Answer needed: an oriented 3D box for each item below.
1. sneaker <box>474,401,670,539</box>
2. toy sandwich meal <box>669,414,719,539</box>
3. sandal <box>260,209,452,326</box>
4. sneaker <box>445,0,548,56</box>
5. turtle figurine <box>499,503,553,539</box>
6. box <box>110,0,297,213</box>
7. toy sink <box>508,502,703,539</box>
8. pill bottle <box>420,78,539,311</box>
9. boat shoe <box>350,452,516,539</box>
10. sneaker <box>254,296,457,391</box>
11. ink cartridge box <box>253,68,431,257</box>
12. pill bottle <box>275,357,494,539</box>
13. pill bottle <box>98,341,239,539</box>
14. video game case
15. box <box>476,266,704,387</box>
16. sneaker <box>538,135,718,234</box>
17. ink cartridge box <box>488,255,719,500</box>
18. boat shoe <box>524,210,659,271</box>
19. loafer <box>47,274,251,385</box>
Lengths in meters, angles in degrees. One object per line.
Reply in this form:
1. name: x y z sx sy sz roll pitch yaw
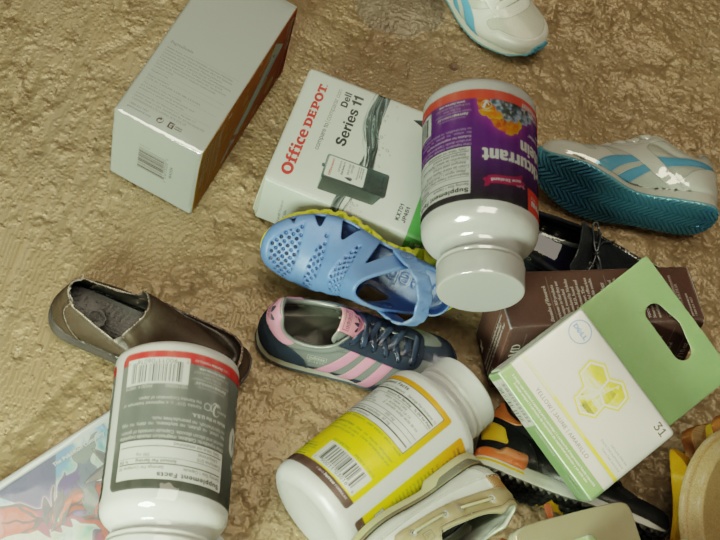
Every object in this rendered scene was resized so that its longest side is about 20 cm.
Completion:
1. sneaker: 0.206 0.188 1.538 0.199 0.070 0.090 21 66 2
2. toy sandwich meal: 0.353 0.233 1.533 0.204 0.070 0.206 8 75 -34
3. sandal: 0.000 0.000 1.540 0.199 0.080 0.087 15 22 3
4. sneaker: 0.133 -0.317 1.761 0.076 0.081 0.200 -33 76 -25
5. turtle figurine: 0.114 0.309 1.466 0.160 0.064 0.201 3 72 -1
6. box: -0.156 -0.181 1.616 0.097 0.125 0.200 28 63 3
7. toy sink: 0.231 0.296 1.394 0.130 0.112 0.201 -9 74 -26
8. pill bottle: 0.112 -0.069 1.526 0.111 0.112 0.201 6 63 -8
9. boat shoe: 0.052 0.244 1.430 0.200 0.075 0.068 -40 53 -19
10. sneaker: 0.001 0.069 1.549 0.199 0.082 0.070 8 64 -7
11. ink cartridge box: 0.010 -0.094 1.628 0.199 0.083 0.147 21 62 0
12. pill bottle: 0.027 0.167 1.492 0.200 0.109 0.109 -36 76 -24
13. pill bottle: -0.169 0.174 1.426 0.113 0.114 0.201 6 64 -8
14. video game case: -0.243 0.243 1.453 0.200 0.023 0.182 -33 75 -23
15. box: 0.222 0.054 1.582 0.199 0.100 0.075 -1 51 -11
16. sneaker: 0.273 -0.099 1.685 0.199 0.077 0.081 15 54 -10
17. ink cartridge box: 0.238 0.095 1.495 0.200 0.048 0.146 -36 88 -13
18. boat shoe: 0.223 -0.011 1.642 0.199 0.062 0.075 20 61 -2
19. loafer: -0.198 0.062 1.521 0.199 0.071 0.073 17 63 -2
